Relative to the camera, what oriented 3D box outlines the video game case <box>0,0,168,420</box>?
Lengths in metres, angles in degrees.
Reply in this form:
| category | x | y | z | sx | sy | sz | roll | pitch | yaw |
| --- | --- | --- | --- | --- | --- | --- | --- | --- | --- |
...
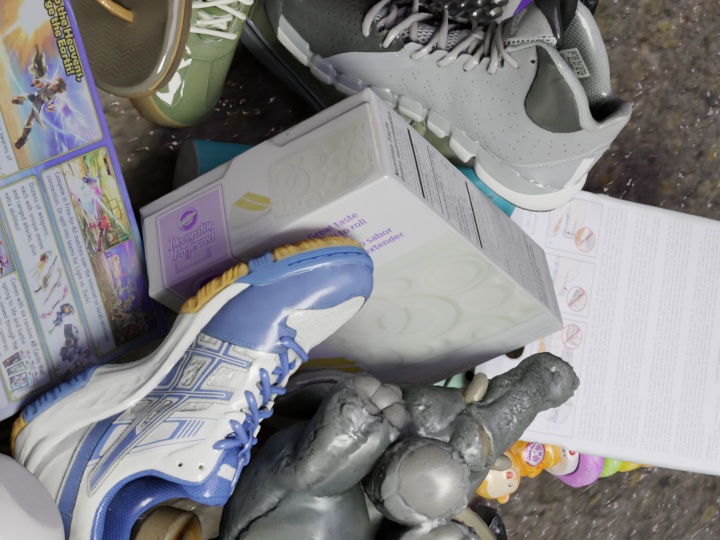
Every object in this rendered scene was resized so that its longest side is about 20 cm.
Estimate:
| category | x | y | z | sx | sy | sz | roll | pitch | yaw |
| --- | --- | --- | --- | --- | --- | --- | --- | --- | --- |
| video game case | -0.197 | -0.027 | 0.717 | 0.181 | 0.045 | 0.202 | -27 | 110 | -39 |

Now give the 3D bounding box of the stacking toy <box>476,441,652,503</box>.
| category | x | y | z | sx | sy | sz | roll | pitch | yaw |
| --- | --- | --- | --- | --- | --- | --- | --- | --- | --- |
| stacking toy | 0.152 | 0.102 | 1.029 | 0.199 | 0.109 | 0.117 | -23 | 109 | -29 |

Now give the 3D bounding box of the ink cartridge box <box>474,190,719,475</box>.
| category | x | y | z | sx | sy | sz | roll | pitch | yaw |
| --- | --- | --- | --- | --- | --- | --- | --- | --- | --- |
| ink cartridge box | 0.159 | 0.036 | 0.963 | 0.198 | 0.057 | 0.164 | 10 | 84 | -17 |

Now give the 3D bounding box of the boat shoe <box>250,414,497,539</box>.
| category | x | y | z | sx | sy | sz | roll | pitch | yaw |
| --- | --- | --- | --- | --- | --- | --- | --- | --- | --- |
| boat shoe | -0.002 | 0.145 | 0.896 | 0.199 | 0.075 | 0.074 | 36 | 72 | -29 |

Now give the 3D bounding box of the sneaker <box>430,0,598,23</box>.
| category | x | y | z | sx | sy | sz | roll | pitch | yaw |
| --- | --- | --- | --- | --- | --- | --- | --- | --- | --- |
| sneaker | 0.113 | -0.178 | 0.992 | 0.100 | 0.069 | 0.201 | 46 | 62 | -37 |

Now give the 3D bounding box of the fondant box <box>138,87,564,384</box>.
| category | x | y | z | sx | sy | sz | roll | pitch | yaw |
| --- | --- | --- | --- | --- | --- | --- | --- | --- | --- |
| fondant box | 0.000 | 0.000 | 0.811 | 0.200 | 0.143 | 0.059 | 37 | 35 | -49 |

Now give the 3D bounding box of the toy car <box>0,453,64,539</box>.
| category | x | y | z | sx | sy | sz | roll | pitch | yaw |
| --- | --- | --- | --- | --- | --- | --- | --- | --- | --- |
| toy car | -0.172 | 0.189 | 0.668 | 0.175 | 0.201 | 0.150 | -39 | 162 | 5 |

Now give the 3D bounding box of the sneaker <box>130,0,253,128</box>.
| category | x | y | z | sx | sy | sz | roll | pitch | yaw |
| --- | --- | --- | --- | --- | --- | --- | --- | --- | --- |
| sneaker | -0.078 | -0.170 | 0.779 | 0.067 | 0.090 | 0.202 | -2 | 102 | -37 |

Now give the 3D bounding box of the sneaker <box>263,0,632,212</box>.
| category | x | y | z | sx | sy | sz | roll | pitch | yaw |
| --- | --- | --- | --- | --- | --- | --- | --- | --- | --- |
| sneaker | 0.054 | -0.122 | 0.772 | 0.199 | 0.116 | 0.075 | 32 | 53 | -7 |

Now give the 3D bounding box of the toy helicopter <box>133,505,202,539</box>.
| category | x | y | z | sx | sy | sz | roll | pitch | yaw |
| --- | --- | --- | --- | --- | --- | --- | --- | --- | --- |
| toy helicopter | -0.106 | 0.218 | 0.785 | 0.132 | 0.078 | 0.202 | -4 | 106 | -65 |

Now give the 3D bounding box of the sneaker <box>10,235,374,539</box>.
| category | x | y | z | sx | sy | sz | roll | pitch | yaw |
| --- | --- | --- | --- | --- | --- | --- | --- | --- | --- |
| sneaker | -0.067 | 0.066 | 0.723 | 0.199 | 0.088 | 0.075 | -35 | 153 | 6 |

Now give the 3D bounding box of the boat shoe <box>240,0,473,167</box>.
| category | x | y | z | sx | sy | sz | roll | pitch | yaw |
| --- | --- | --- | --- | --- | --- | --- | --- | --- | --- |
| boat shoe | 0.011 | -0.100 | 0.863 | 0.199 | 0.062 | 0.072 | 36 | 79 | -17 |

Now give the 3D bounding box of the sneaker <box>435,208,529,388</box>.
| category | x | y | z | sx | sy | sz | roll | pitch | yaw |
| --- | --- | --- | --- | --- | --- | --- | --- | --- | --- |
| sneaker | 0.057 | 0.020 | 0.937 | 0.118 | 0.073 | 0.202 | -44 | 122 | -41 |

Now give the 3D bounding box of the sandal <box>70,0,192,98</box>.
| category | x | y | z | sx | sy | sz | roll | pitch | yaw |
| --- | --- | --- | --- | --- | --- | --- | --- | --- | --- |
| sandal | -0.129 | -0.185 | 0.743 | 0.054 | 0.080 | 0.202 | -18 | 110 | -58 |

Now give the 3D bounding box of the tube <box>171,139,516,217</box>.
| category | x | y | z | sx | sy | sz | roll | pitch | yaw |
| --- | --- | --- | --- | --- | --- | --- | --- | --- | --- |
| tube | -0.005 | -0.037 | 0.852 | 0.198 | 0.078 | 0.051 | 4 | 51 | -23 |

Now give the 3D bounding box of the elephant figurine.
| category | x | y | z | sx | sy | sz | roll | pitch | yaw |
| --- | --- | --- | --- | --- | --- | --- | --- | --- | --- |
| elephant figurine | 0.015 | 0.105 | 0.796 | 0.200 | 0.154 | 0.143 | -52 | 165 | -71 |

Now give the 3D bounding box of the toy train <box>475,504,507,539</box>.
| category | x | y | z | sx | sy | sz | roll | pitch | yaw |
| --- | --- | --- | --- | --- | --- | --- | --- | --- | --- |
| toy train | 0.036 | 0.232 | 0.957 | 0.200 | 0.034 | 0.046 | -50 | 133 | -31 |
